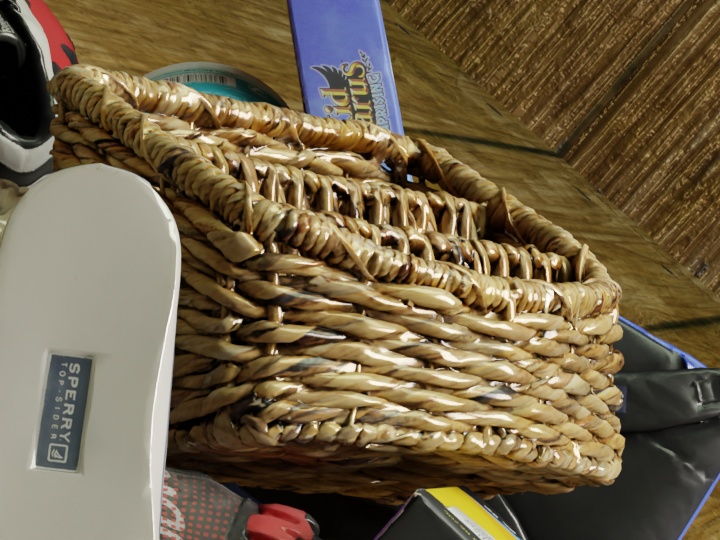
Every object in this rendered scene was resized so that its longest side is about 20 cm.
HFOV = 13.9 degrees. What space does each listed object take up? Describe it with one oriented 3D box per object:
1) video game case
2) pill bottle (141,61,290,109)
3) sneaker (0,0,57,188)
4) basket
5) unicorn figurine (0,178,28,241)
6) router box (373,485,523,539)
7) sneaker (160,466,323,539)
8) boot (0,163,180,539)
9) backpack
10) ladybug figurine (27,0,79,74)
[{"bbox_3d":[0.001,-0.039,1.414,0.181,0.045,0.200,80,0,-64],"label":"video game case"},{"bbox_3d":[-0.073,-0.022,1.353,0.111,0.111,0.200,38,11,-13],"label":"pill bottle"},{"bbox_3d":[-0.164,-0.106,1.266,0.074,0.080,0.200,-5,60,-28],"label":"sneaker"},{"bbox_3d":[0.000,0.000,1.042,0.200,0.149,0.143,11,-15,-43],"label":"basket"},{"bbox_3d":[-0.188,-0.052,0.981,0.200,0.074,0.137,16,26,-22],"label":"unicorn figurine"},{"bbox_3d":[0.083,0.155,0.961,0.200,0.051,0.149,43,3,8],"label":"router box"},{"bbox_3d":[-0.073,0.112,0.918,0.098,0.071,0.200,28,18,0],"label":"sneaker"},{"bbox_3d":[-0.090,0.075,0.855,0.073,0.200,0.090,13,-24,-1],"label":"boot"},{"bbox_3d":[0.033,0.074,1.222,0.200,0.163,0.168,32,-11,5],"label":"backpack"},{"bbox_3d":[-0.182,-0.097,1.385,0.136,0.072,0.200,36,11,-24],"label":"ladybug figurine"}]
